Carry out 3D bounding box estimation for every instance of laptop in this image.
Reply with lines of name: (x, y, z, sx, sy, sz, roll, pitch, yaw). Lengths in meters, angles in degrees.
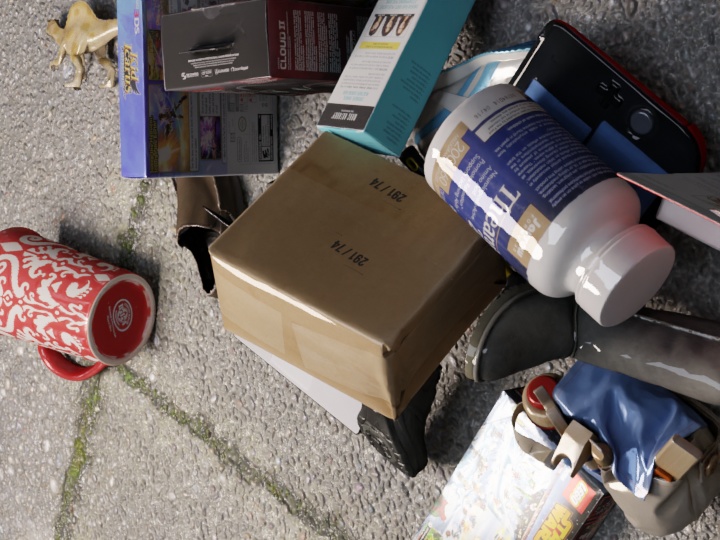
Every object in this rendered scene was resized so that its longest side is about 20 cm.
laptop: (-0.075, 0.052, 1.510, 0.187, 0.116, 0.201, 37, 127, 26)

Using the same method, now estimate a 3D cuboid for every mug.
mug: (-0.334, 0.044, 1.799, 0.199, 0.178, 0.134, 15, 68, 36)

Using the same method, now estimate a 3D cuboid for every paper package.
paper package: (0.000, 0.000, 1.329, 0.199, 0.191, 0.104, 25, 144, 26)

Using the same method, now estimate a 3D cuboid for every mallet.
mallet: (0.097, -0.027, 1.404, 0.200, 0.041, 0.066, 45, 122, 16)

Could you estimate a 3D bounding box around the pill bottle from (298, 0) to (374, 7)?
pill bottle: (-0.068, -0.306, 1.442, 0.111, 0.199, 0.112, 5, 98, 42)

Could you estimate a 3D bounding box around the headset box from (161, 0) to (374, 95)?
headset box: (-0.083, -0.211, 1.466, 0.148, 0.199, 0.078, -1, 94, 42)

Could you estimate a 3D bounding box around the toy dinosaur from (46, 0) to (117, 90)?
toy dinosaur: (-0.314, -0.262, 1.770, 0.199, 0.058, 0.102, 1, 94, 42)

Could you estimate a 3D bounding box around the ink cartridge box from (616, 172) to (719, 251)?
ink cartridge box: (0.307, -0.018, 1.144, 0.200, 0.173, 0.044, 32, 114, 36)

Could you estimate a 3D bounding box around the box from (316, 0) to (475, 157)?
box: (0.040, -0.203, 1.386, 0.082, 0.049, 0.201, 14, 76, 57)

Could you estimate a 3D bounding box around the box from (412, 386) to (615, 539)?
box: (0.141, 0.227, 1.412, 0.137, 0.040, 0.201, 47, 123, 31)

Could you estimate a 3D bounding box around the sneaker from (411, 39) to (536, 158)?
sneaker: (0.121, -0.155, 1.376, 0.199, 0.076, 0.081, -17, 91, 48)

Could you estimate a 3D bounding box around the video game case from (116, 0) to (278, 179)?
video game case: (-0.163, -0.195, 1.553, 0.045, 0.181, 0.202, 4, 97, 42)

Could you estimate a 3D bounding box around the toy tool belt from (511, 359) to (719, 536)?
toy tool belt: (0.207, 0.125, 1.275, 0.199, 0.123, 0.125, 32, 75, 33)

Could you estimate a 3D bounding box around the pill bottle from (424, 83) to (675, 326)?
pill bottle: (0.152, -0.050, 1.228, 0.200, 0.111, 0.111, 46, 122, 28)

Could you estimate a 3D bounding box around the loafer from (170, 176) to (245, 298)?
loafer: (-0.164, -0.057, 1.642, 0.073, 0.071, 0.201, -37, 70, 38)

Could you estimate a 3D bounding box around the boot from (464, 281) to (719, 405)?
boot: (0.208, 0.069, 1.232, 0.199, 0.182, 0.073, 28, 132, 30)

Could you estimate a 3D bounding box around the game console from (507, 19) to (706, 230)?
game console: (0.181, -0.087, 1.302, 0.177, 0.031, 0.200, 40, 128, 9)

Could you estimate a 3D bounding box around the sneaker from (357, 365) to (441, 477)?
sneaker: (0.041, 0.115, 1.430, 0.076, 0.091, 0.201, 39, 157, 39)

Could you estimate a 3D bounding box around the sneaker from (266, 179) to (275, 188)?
sneaker: (-0.013, -0.042, 1.516, 0.199, 0.076, 0.091, 16, 115, 48)
